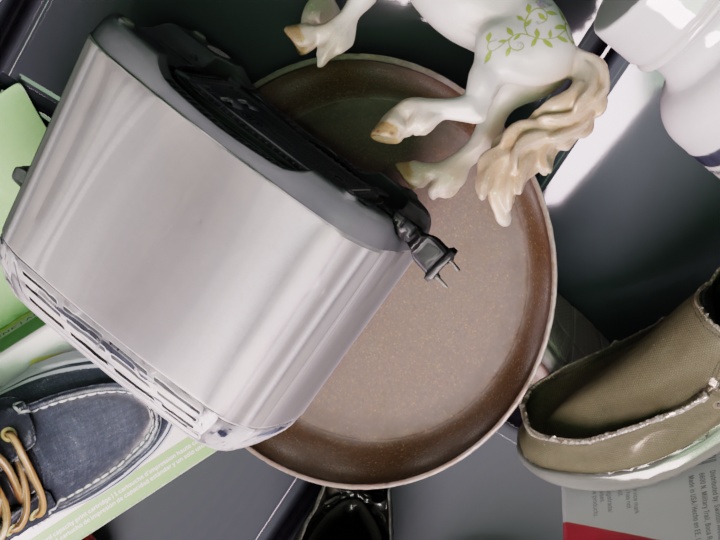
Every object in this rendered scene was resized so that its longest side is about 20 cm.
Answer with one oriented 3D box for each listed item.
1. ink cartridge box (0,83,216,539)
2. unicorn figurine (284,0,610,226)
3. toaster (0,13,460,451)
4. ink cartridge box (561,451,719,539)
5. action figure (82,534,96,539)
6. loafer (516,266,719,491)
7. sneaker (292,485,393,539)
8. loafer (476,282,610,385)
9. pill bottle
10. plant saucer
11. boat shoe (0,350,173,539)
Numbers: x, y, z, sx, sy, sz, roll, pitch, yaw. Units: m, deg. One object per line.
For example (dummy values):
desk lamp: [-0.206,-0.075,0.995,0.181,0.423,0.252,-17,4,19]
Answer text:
ink cartridge box: [-0.171,0.034,0.927,0.145,0.048,0.201,-32,110,-9]
unicorn figurine: [0.035,-0.129,0.843,0.137,0.074,0.200,-40,93,2]
toaster: [-0.063,-0.012,0.846,0.199,0.114,0.130,37,104,13]
ink cartridge box: [0.192,0.117,0.824,0.198,0.146,0.083,-15,123,15]
action figure: [-0.149,0.200,0.963,0.065,0.202,0.051,20,153,-39]
loafer: [0.150,0.031,0.819,0.199,0.076,0.070,-24,121,20]
sneaker: [-0.018,0.174,0.937,0.059,0.201,0.105,12,139,4]
loafer: [0.117,0.086,0.940,0.063,0.072,0.200,-38,108,25]
pill bottle: [0.202,-0.075,0.838,0.199,0.111,0.111,38,111,-11]
plant saucer: [0.000,0.000,0.900,0.198,0.032,0.203,2,95,21]
boat shoe: [-0.169,0.100,0.867,0.199,0.091,0.071,-22,107,-12]
